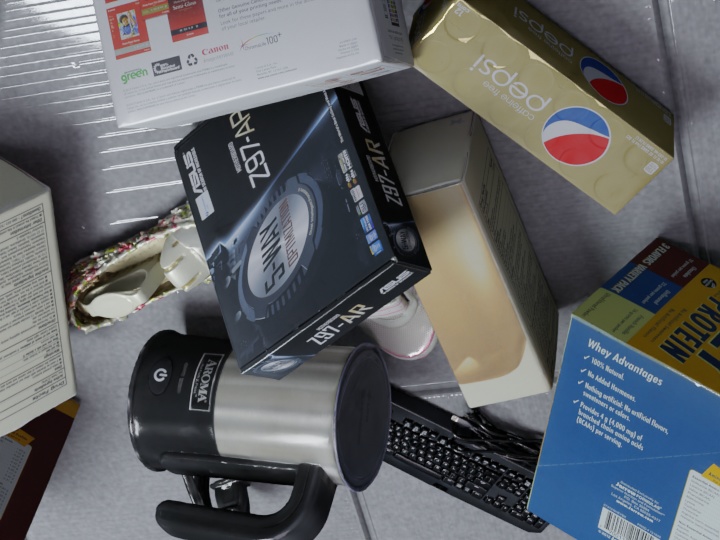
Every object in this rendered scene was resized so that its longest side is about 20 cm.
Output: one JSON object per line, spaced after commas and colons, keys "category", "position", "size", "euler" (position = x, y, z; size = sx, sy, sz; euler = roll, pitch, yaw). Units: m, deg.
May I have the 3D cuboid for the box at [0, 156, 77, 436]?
{"category": "box", "position": [-0.312, 0.023, 1.383], "size": [0.109, 0.127, 0.201], "euler": [29, 133, 37]}

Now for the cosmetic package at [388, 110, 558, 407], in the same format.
{"category": "cosmetic package", "position": [0.085, -0.007, 1.329], "size": [0.071, 0.106, 0.201], "euler": [-14, 121, 20]}

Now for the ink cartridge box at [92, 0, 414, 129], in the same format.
{"category": "ink cartridge box", "position": [-0.081, -0.204, 1.209], "size": [0.198, 0.084, 0.177], "euler": [-11, 90, 18]}

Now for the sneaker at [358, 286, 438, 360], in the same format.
{"category": "sneaker", "position": [0.000, 0.000, 1.358], "size": [0.081, 0.089, 0.201], "euler": [-20, 120, 23]}

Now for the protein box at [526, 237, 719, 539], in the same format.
{"category": "protein box", "position": [0.255, 0.124, 1.326], "size": [0.198, 0.135, 0.201], "euler": [29, 132, 25]}

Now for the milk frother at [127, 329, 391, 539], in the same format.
{"category": "milk frother", "position": [-0.069, 0.149, 1.448], "size": [0.187, 0.182, 0.200], "euler": [3, 171, 23]}

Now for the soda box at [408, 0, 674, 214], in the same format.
{"category": "soda box", "position": [0.129, -0.132, 1.254], "size": [0.199, 0.064, 0.068], "euler": [34, 125, -15]}

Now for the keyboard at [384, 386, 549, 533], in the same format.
{"category": "keyboard", "position": [0.089, 0.164, 1.493], "size": [0.199, 0.040, 0.104], "euler": [26, 127, -10]}

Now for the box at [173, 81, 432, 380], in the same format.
{"category": "box", "position": [-0.047, -0.047, 1.274], "size": [0.160, 0.201, 0.043], "euler": [-35, 150, 30]}

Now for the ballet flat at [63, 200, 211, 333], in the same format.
{"category": "ballet flat", "position": [-0.158, -0.001, 1.403], "size": [0.199, 0.064, 0.076], "euler": [-28, 118, 26]}

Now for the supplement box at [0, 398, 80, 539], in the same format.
{"category": "supplement box", "position": [-0.373, 0.175, 1.484], "size": [0.196, 0.201, 0.133], "euler": [27, 127, -10]}
